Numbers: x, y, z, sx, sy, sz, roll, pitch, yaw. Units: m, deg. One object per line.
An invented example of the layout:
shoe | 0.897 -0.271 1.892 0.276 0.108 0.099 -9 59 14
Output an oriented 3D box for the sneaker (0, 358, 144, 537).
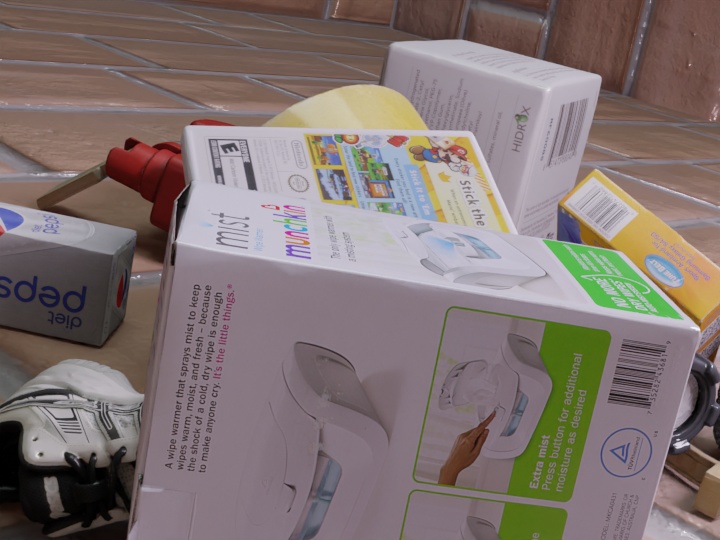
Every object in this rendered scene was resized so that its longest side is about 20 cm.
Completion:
sneaker | -0.106 0.094 0.528 0.199 0.076 0.087 -1 21 39

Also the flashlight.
flashlight | 0.149 0.051 0.768 0.067 0.068 0.200 13 13 -30

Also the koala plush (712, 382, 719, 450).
koala plush | 0.336 0.052 0.714 0.176 0.202 0.184 12 7 2

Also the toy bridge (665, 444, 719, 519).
toy bridge | 0.156 0.103 0.769 0.199 0.027 0.067 22 17 31

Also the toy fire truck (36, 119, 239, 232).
toy fire truck | -0.168 -0.080 1.032 0.199 0.130 0.176 26 19 12

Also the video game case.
video game case | 0.001 -0.010 0.628 0.180 0.023 0.201 -1 43 -15

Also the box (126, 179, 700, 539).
box | 0.004 0.086 0.424 0.175 0.202 0.097 8 16 -7

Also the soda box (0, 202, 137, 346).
soda box | -0.258 -0.009 0.788 0.198 0.069 0.063 12 17 1

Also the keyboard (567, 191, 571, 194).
keyboard | 0.206 0.026 0.839 0.011 0.201 0.056 -41 28 -12

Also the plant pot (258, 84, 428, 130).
plant pot | 0.000 0.000 0.769 0.199 0.201 0.142 -7 47 -46

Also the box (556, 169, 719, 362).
box | 0.187 0.028 0.792 0.041 0.200 0.119 -39 63 -14

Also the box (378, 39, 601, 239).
box | 0.117 -0.116 1.157 0.170 0.202 0.199 20 19 20
